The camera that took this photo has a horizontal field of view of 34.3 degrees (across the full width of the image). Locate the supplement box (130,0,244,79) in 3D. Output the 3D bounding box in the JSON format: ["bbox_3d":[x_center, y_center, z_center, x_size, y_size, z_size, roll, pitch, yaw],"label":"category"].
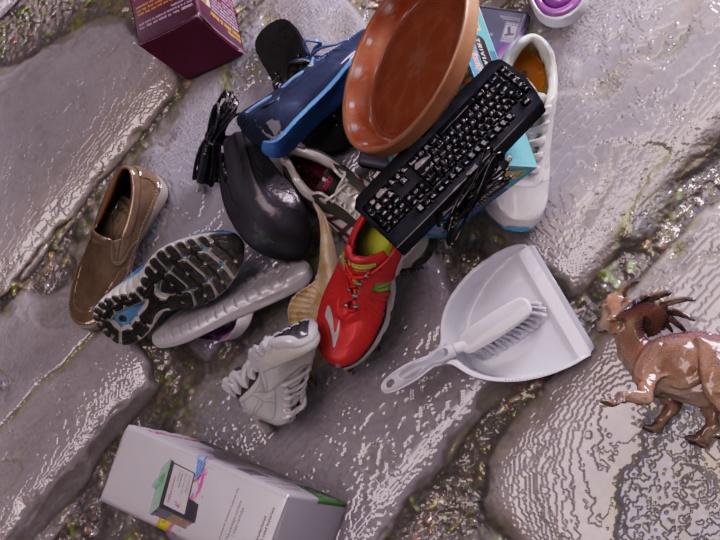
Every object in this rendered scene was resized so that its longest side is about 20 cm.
[{"bbox_3d":[-0.217,-0.346,1.382,0.085,0.110,0.201,-20,69,17],"label":"supplement box"}]

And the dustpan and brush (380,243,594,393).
[{"bbox_3d":[0.112,0.072,1.163,0.200,0.057,0.140,-33,67,12],"label":"dustpan and brush"}]

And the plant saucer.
[{"bbox_3d":[0.050,-0.203,1.125,0.200,0.032,0.201,-36,43,44],"label":"plant saucer"}]

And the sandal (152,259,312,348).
[{"bbox_3d":[-0.138,0.050,1.277,0.202,0.083,0.050,-23,111,17],"label":"sandal"}]

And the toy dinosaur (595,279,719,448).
[{"bbox_3d":[0.303,0.083,1.072,0.199,0.086,0.136,15,76,20],"label":"toy dinosaur"}]

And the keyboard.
[{"bbox_3d":[0.089,-0.105,1.078,0.200,0.040,0.104,-47,67,1],"label":"keyboard"}]

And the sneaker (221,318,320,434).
[{"bbox_3d":[-0.078,0.109,1.182,0.075,0.200,0.081,-24,78,-27],"label":"sneaker"}]

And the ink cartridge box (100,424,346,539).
[{"bbox_3d":[-0.137,0.233,1.178,0.199,0.145,0.084,18,84,26],"label":"ink cartridge box"}]

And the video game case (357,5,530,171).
[{"bbox_3d":[0.089,-0.195,1.266,0.142,0.019,0.201,14,81,25],"label":"video game case"}]

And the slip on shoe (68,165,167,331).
[{"bbox_3d":[-0.292,-0.028,1.358,0.076,0.061,0.200,27,88,27],"label":"slip on shoe"}]

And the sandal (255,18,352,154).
[{"bbox_3d":[-0.069,-0.210,1.321,0.075,0.045,0.200,-36,66,9],"label":"sandal"}]

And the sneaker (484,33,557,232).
[{"bbox_3d":[0.159,-0.139,1.178,0.076,0.081,0.201,3,78,-2],"label":"sneaker"}]

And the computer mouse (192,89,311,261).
[{"bbox_3d":[-0.128,-0.085,1.271,0.200,0.053,0.139,51,139,25],"label":"computer mouse"}]

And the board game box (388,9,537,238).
[{"bbox_3d":[0.085,-0.155,1.184,0.151,0.047,0.201,-38,62,46],"label":"board game box"}]

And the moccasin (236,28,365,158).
[{"bbox_3d":[-0.053,-0.204,1.240,0.068,0.081,0.200,35,54,13],"label":"moccasin"}]

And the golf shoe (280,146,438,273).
[{"bbox_3d":[-0.009,-0.065,1.236,0.200,0.088,0.077,34,89,25],"label":"golf shoe"}]

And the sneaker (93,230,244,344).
[{"bbox_3d":[-0.210,0.002,1.296,0.200,0.090,0.078,-27,111,25],"label":"sneaker"}]

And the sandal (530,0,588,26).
[{"bbox_3d":[0.192,-0.353,1.236,0.082,0.050,0.203,-25,66,12],"label":"sandal"}]

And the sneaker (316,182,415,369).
[{"bbox_3d":[0.000,0.000,1.143,0.077,0.085,0.201,22,94,16],"label":"sneaker"}]

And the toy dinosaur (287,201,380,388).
[{"bbox_3d":[-0.024,0.035,1.209,0.101,0.058,0.201,8,99,4],"label":"toy dinosaur"}]
